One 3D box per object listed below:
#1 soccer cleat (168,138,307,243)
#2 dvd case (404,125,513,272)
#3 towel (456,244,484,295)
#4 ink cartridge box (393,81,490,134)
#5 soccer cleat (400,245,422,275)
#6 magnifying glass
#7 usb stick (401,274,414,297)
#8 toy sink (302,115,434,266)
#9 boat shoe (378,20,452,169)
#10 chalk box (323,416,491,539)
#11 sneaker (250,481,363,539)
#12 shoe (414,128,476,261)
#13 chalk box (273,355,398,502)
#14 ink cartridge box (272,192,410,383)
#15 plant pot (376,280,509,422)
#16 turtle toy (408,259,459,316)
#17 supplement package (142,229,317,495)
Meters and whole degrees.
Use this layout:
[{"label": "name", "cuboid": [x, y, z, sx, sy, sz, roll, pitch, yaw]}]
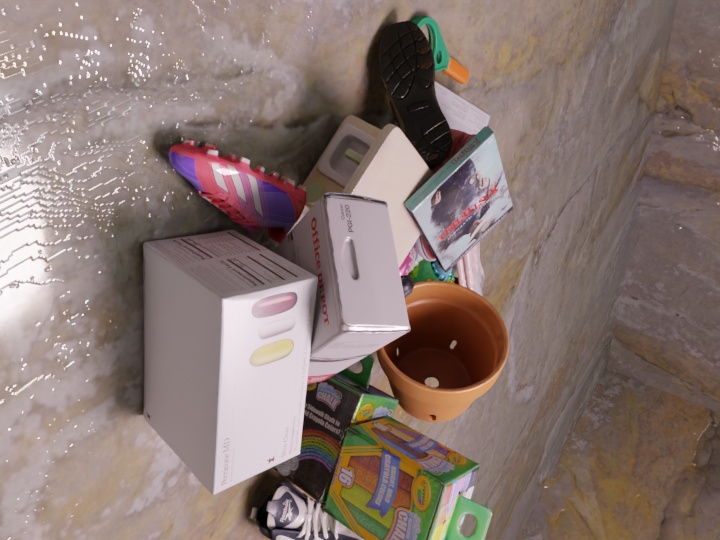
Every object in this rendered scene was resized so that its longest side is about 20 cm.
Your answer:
[{"label": "soccer cleat", "cuboid": [-0.128, -0.080, 0.653, 0.199, 0.066, 0.078, 13, 101, -61]}, {"label": "dvd case", "cuboid": [0.143, -0.089, 0.841, 0.146, 0.022, 0.200, -43, 150, -1]}, {"label": "towel", "cuboid": [0.200, -0.039, 1.113, 0.200, 0.032, 0.195, -54, 136, -66]}, {"label": "ink cartridge box", "cuboid": [0.111, -0.177, 0.949, 0.161, 0.057, 0.204, 14, 100, -42]}, {"label": "soccer cleat", "cuboid": [0.081, -0.031, 0.980, 0.086, 0.069, 0.203, 33, 76, -36]}, {"label": "magnifying glass", "cuboid": [0.121, -0.329, 0.944, 0.198, 0.022, 0.081, 3, 103, -56]}, {"label": "usb stick", "cuboid": [-0.003, 0.074, 0.874, 0.199, 0.033, 0.055, -38, 179, -21]}, {"label": "toy sink", "cuboid": [0.007, -0.107, 0.782, 0.132, 0.111, 0.199, -57, 151, 1]}, {"label": "boat shoe", "cuboid": [0.069, -0.230, 0.823, 0.074, 0.074, 0.205, 84, -5, -82]}, {"label": "chalk box", "cuboid": [0.072, 0.298, 0.801, 0.123, 0.197, 0.127, 8, 100, -57]}, {"label": "sneaker", "cuboid": [-0.072, 0.356, 0.868, 0.130, 0.196, 0.081, 46, 48, -43]}, {"label": "shoe", "cuboid": [0.133, -0.105, 0.900, 0.070, 0.090, 0.205, -8, 110, -38]}, {"label": "chalk box", "cuboid": [-0.034, 0.213, 0.895, 0.123, 0.123, 0.204, 29, 83, -58]}, {"label": "ink cartridge box", "cuboid": [-0.040, 0.028, 0.668, 0.083, 0.200, 0.149, 3, 66, -29]}, {"label": "plant pot", "cuboid": [0.118, 0.138, 0.939, 0.200, 0.198, 0.142, -45, 152, -34]}, {"label": "turtle toy", "cuboid": [0.126, 0.046, 1.073, 0.148, 0.100, 0.200, -61, 147, -14]}, {"label": "supplement package", "cuboid": [-0.139, 0.083, 0.620, 0.110, 0.154, 0.204, -12, 118, -42]}]
